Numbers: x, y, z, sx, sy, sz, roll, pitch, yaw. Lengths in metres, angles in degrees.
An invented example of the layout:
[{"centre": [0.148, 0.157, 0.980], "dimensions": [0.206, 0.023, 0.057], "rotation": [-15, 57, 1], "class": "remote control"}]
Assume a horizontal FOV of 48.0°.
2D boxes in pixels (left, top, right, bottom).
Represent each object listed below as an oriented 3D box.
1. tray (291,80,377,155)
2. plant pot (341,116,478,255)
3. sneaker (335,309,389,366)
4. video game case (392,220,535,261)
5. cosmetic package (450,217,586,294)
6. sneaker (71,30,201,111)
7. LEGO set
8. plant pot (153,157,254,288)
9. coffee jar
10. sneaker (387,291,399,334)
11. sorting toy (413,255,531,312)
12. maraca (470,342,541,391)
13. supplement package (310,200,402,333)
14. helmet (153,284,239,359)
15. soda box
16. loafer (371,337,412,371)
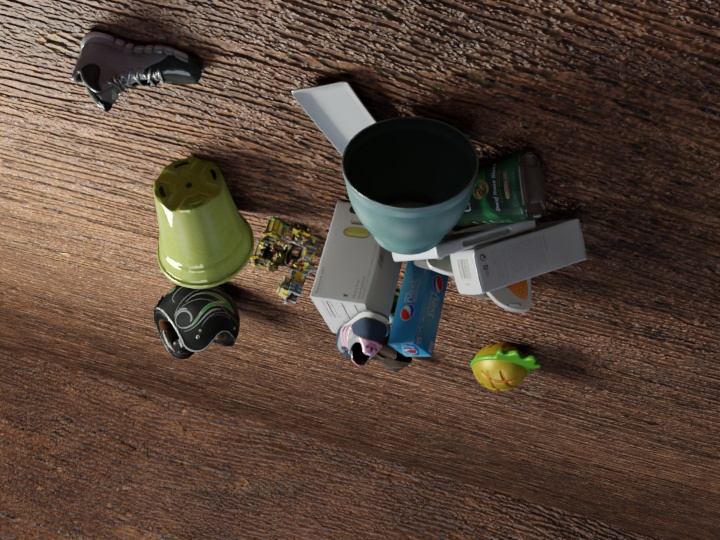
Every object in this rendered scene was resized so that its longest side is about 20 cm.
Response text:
[{"centre": [-0.014, -0.228, 1.260], "dimensions": [0.105, 0.023, 0.200], "rotation": [0, 151, 33], "class": "tray"}, {"centre": [0.072, -0.111, 1.197], "dimensions": [0.195, 0.203, 0.136], "rotation": [11, 139, 11], "class": "plant pot"}, {"centre": [-0.008, 0.137, 1.457], "dimensions": [0.069, 0.084, 0.200], "rotation": [18, 155, -8], "class": "sneaker"}, {"centre": [0.165, -0.049, 1.336], "dimensions": [0.178, 0.024, 0.200], "rotation": [-16, -176, -17], "class": "video game case"}, {"centre": [0.254, -0.023, 1.305], "dimensions": [0.196, 0.076, 0.101], "rotation": [-15, -176, -16], "class": "cosmetic package"}, {"centre": [-0.347, -0.285, 1.233], "dimensions": [0.195, 0.118, 0.075], "rotation": [13, 156, 7], "class": "sneaker"}, {"centre": [-0.165, -0.008, 1.697], "dimensions": [0.151, 0.118, 0.200], "rotation": [24, 154, -17], "class": "LEGO set"}, {"centre": [-0.311, -0.103, 1.535], "dimensions": [0.195, 0.203, 0.186], "rotation": [11, 144, 11], "class": "plant pot"}, {"centre": [0.184, -0.118, 1.262], "dimensions": [0.197, 0.107, 0.084], "rotation": [-8, -179, 41], "class": "coffee jar"}, {"centre": [0.061, 0.107, 1.850], "dimensions": [0.128, 0.081, 0.201], "rotation": [5, 154, 26], "class": "sneaker"}, {"centre": [0.188, -0.001, 1.425], "dimensions": [0.176, 0.110, 0.200], "rotation": [8, -177, -11], "class": "sorting toy"}, {"centre": [0.335, 0.220, 1.881], "dimensions": [0.134, 0.109, 0.200], "rotation": [15, 157, -15], "class": "maraca"}, {"centre": [0.000, 0.000, 1.512], "dimensions": [0.108, 0.204, 0.156], "rotation": [6, 154, 19], "class": "supplement package"}, {"centre": [-0.402, 0.120, 2.030], "dimensions": [0.199, 0.189, 0.203], "rotation": [35, 141, 34], "class": "helmet"}, {"centre": [0.116, 0.060, 1.566], "dimensions": [0.067, 0.204, 0.064], "rotation": [-7, 148, 41], "class": "soda box"}, {"centre": [0.062, 0.192, 2.053], "dimensions": [0.070, 0.075, 0.199], "rotation": [-19, 144, 36], "class": "loafer"}]
